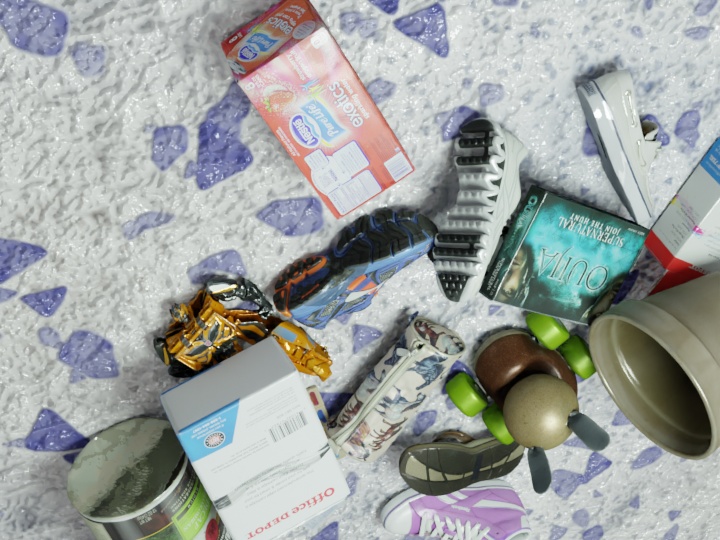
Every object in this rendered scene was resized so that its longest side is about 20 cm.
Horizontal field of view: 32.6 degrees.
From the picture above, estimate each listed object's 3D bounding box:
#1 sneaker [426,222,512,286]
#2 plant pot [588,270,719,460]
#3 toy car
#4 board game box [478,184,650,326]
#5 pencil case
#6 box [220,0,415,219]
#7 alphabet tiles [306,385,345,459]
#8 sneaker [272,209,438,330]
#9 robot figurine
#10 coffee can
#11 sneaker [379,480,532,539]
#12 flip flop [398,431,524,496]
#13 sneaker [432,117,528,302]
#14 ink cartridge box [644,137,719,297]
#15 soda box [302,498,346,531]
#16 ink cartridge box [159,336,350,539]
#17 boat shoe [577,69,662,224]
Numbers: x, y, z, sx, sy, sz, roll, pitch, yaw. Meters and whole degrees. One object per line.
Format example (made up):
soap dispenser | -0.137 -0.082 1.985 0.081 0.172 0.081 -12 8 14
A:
sneaker | 0.166 -0.028 1.417 0.200 0.074 0.080 1 121 -31
plant pot | 0.397 0.091 1.432 0.173 0.200 0.200 -33 131 -17
toy car | 0.226 0.174 1.496 0.164 0.200 0.158 -42 127 13
board game box | 0.235 -0.011 1.401 0.200 0.028 0.135 14 107 -41
pencil case | 0.038 0.145 1.483 0.089 0.078 0.200 10 124 -52
box | -0.041 -0.162 1.221 0.100 0.096 0.200 -33 129 5
alphabet tiles | -0.112 0.221 1.532 0.166 0.006 0.200 -22 129 -3
sneaker | 0.000 0.000 1.380 0.200 0.075 0.078 -28 139 11
robot figurine | -0.133 0.091 1.396 0.200 0.058 0.145 32 107 -35
coffee can | -0.239 0.293 1.449 0.146 0.146 0.200 -22 129 -3
sneaker | 0.133 0.341 1.641 0.200 0.114 0.073 -6 128 -14
flip flop | 0.129 0.240 1.607 0.200 0.058 0.081 -7 123 -34
sneaker | 0.136 -0.060 1.338 0.081 0.075 0.200 15 88 -44
ink cartridge box | 0.429 -0.048 1.493 0.116 0.067 0.200 19 116 -30
soda box | -0.110 0.240 1.498 0.064 0.068 0.200 -43 128 11
ink cartridge box | -0.115 0.197 1.372 0.144 0.084 0.200 -27 125 -10
boat shoe | 0.307 -0.140 1.384 0.070 0.071 0.200 -27 123 4
